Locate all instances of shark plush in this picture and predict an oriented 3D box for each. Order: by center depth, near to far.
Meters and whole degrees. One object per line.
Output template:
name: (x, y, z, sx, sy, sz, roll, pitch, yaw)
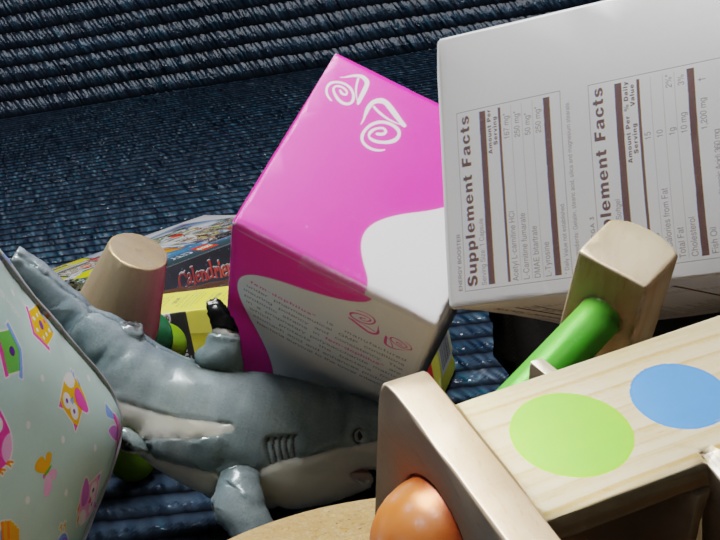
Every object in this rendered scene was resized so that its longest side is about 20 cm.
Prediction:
shark plush: (-0.079, 0.050, 0.760, 0.083, 0.200, 0.091, -54, -3, 10)

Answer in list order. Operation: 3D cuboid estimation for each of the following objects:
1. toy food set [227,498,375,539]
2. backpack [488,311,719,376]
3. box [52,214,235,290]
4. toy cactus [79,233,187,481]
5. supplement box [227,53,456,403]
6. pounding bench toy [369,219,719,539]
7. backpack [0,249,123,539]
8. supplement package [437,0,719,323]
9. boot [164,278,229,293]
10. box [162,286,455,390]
toy food set: (0.005, 0.137, 0.579, 0.198, 0.049, 0.200, -14, 13, -14)
backpack: (0.158, 0.012, 0.790, 0.182, 0.135, 0.200, -8, 4, 8)
box: (-0.157, -0.003, 1.307, 0.136, 0.038, 0.200, 3, 19, 45)
toy cactus: (-0.143, 0.049, 0.832, 0.102, 0.165, 0.200, 36, 33, 20)
supplement box: (0.000, 0.000, 0.772, 0.101, 0.103, 0.200, 27, -21, 4)
pounding bench toy: (0.068, 0.075, 0.468, 0.156, 0.124, 0.200, -16, 41, -21)
backpack: (-0.198, 0.086, 0.637, 0.153, 0.176, 0.200, 5, 55, 25)
supplement package: (0.142, -0.044, 0.598, 0.200, 0.110, 0.114, -8, -11, 34)
boot: (-0.116, 0.021, 1.146, 0.200, 0.064, 0.186, -11, 10, 18)
box: (-0.048, 0.045, 0.953, 0.199, 0.075, 0.050, -6, 16, 14)
